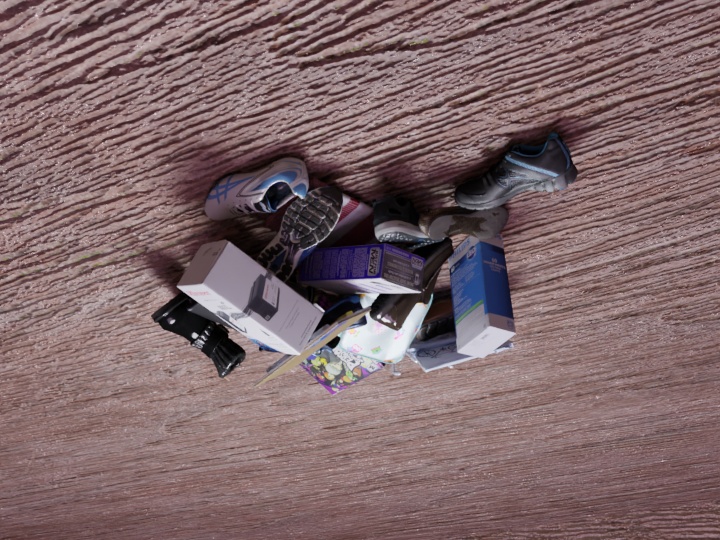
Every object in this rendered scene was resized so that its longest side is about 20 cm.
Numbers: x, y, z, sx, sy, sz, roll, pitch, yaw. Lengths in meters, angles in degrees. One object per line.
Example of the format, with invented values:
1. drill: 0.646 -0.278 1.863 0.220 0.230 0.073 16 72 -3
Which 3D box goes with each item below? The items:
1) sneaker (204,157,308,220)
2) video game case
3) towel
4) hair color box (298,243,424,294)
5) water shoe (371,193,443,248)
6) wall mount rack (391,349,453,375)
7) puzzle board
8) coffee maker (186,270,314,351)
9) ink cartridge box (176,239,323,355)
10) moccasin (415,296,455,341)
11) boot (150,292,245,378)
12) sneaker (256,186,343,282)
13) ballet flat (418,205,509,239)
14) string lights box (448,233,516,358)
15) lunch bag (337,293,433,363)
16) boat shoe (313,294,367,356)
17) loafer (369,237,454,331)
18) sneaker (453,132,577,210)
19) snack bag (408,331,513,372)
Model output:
1. sneaker: -0.170 -0.117 1.227 0.198 0.074 0.072 -19 145 26
2. video game case: -0.069 0.157 1.606 0.200 0.036 0.180 44 133 -14
3. towel: -0.045 -0.083 1.332 0.198 0.023 0.143 23 139 -34
4. hair color box: 0.000 0.000 1.323 0.198 0.066 0.108 -1 167 43
5. water shoe: 0.085 -0.085 1.295 0.071 0.080 0.199 -16 171 26
6. wall mount rack: 0.093 0.180 1.650 0.172 0.076 0.198 -20 157 41
7. puzzle board: -0.083 0.126 1.322 0.199 0.018 0.150 -38 172 21
8. coffee maker: -0.213 0.062 1.418 0.198 0.136 0.193 28 119 -24
9. ink cartridge box: -0.180 0.046 1.251 0.199 0.084 0.144 39 161 -22
10. moccasin: 0.194 0.080 1.548 0.198 0.078 0.074 -21 130 0
11. boot: -0.296 0.124 1.458 0.079 0.159 0.211 -38 171 4
12. sneaker: -0.097 -0.067 1.272 0.078 0.089 0.200 41 117 -5
13. ballet flat: 0.171 -0.085 1.287 0.198 0.046 0.068 -8 123 -37
14. string lights box: 0.210 0.037 1.364 0.058 0.203 0.103 14 145 -23
15. lunch bag: 0.038 0.072 1.472 0.158 0.078 0.202 16 119 -14
16. boat shoe: -0.069 0.119 1.429 0.199 0.069 0.084 -36 174 41
17. loafer: 0.100 0.025 1.378 0.200 0.073 0.071 -47 109 -3
18. sneaker: 0.234 -0.156 1.213 0.197 0.074 0.083 -16 117 25
19. snack bag: 0.184 0.139 1.527 0.185 0.200 0.022 -15 105 -5
